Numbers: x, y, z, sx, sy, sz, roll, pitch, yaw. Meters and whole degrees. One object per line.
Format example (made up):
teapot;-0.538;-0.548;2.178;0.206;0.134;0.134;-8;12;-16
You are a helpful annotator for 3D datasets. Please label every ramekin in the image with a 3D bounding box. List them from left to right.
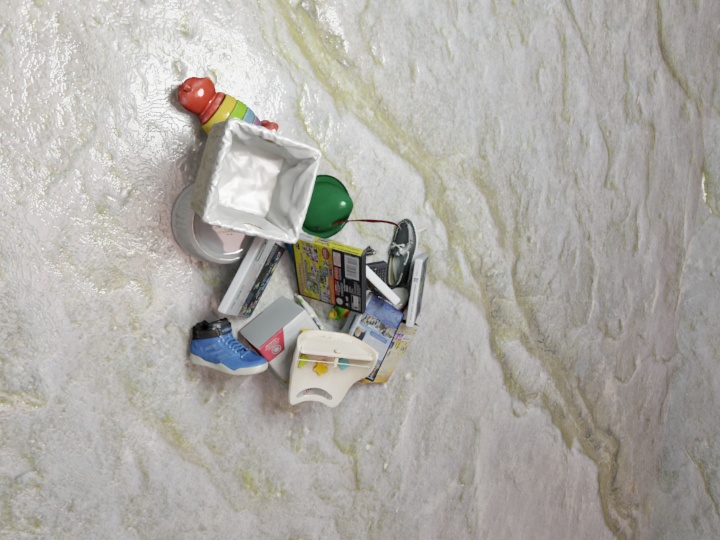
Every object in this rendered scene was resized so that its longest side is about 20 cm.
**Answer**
ramekin;-0.309;-0.107;1.132;0.200;0.105;0.200;-7;105;-30

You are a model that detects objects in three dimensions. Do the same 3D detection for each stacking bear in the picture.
stacking bear;-0.295;-0.334;1.089;0.200;0.121;0.114;36;92;-30

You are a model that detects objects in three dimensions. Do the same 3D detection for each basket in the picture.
basket;-0.214;-0.179;1.009;0.198;0.161;0.200;12;99;-34

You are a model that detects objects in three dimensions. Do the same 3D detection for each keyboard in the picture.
keyboard;-0.012;0.001;1.393;0.200;0.021;0.127;-12;107;-30

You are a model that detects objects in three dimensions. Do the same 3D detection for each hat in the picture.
hat;-0.047;-0.151;1.242;0.200;0.176;0.166;-26;113;-25

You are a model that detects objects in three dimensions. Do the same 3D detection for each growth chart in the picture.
growth chart;-0.095;0.152;1.305;0.018;0.145;0.200;-36;120;-6

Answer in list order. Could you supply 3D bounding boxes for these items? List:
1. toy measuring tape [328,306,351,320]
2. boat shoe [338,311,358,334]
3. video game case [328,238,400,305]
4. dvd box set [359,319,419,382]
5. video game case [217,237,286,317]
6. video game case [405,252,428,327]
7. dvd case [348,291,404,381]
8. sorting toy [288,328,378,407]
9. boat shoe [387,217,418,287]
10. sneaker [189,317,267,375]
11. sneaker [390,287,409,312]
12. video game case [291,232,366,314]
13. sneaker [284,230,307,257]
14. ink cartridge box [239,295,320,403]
toy measuring tape;0.000;0.079;1.385;0.200;0.074;0.074;-25;113;-24
boat shoe;-0.016;0.174;1.357;0.062;0.072;0.200;2;134;-31
video game case;0.000;0.000;1.274;0.024;0.182;0.200;-46;105;-6
dvd box set;0.077;0.229;1.442;0.146;0.029;0.200;16;106;-53
video game case;-0.245;0.013;1.175;0.023;0.182;0.200;26;85;9
video game case;0.161;0.049;1.421;0.023;0.200;0.182;9;98;12
dvd case;0.027;0.172;1.303;0.143;0.018;0.200;35;76;-40
sorting toy;-0.089;0.239;1.184;0.200;0.107;0.180;11;105;-26
boat shoe;0.114;-0.047;1.426;0.060;0.076;0.200;-9;105;-40
sneaker;-0.302;0.168;1.159;0.077;0.200;0.111;-15;111;-65
sneaker;0.067;0.138;1.442;0.200;0.077;0.082;-39;145;-5
video game case;-0.073;0.008;1.211;0.200;0.181;0.026;89;23;-44
sneaker;-0.130;-0.056;1.276;0.081;0.076;0.200;-40;128;-17
ink cartridge box;-0.170;0.195;1.263;0.145;0.145;0.200;-40;119;-19
